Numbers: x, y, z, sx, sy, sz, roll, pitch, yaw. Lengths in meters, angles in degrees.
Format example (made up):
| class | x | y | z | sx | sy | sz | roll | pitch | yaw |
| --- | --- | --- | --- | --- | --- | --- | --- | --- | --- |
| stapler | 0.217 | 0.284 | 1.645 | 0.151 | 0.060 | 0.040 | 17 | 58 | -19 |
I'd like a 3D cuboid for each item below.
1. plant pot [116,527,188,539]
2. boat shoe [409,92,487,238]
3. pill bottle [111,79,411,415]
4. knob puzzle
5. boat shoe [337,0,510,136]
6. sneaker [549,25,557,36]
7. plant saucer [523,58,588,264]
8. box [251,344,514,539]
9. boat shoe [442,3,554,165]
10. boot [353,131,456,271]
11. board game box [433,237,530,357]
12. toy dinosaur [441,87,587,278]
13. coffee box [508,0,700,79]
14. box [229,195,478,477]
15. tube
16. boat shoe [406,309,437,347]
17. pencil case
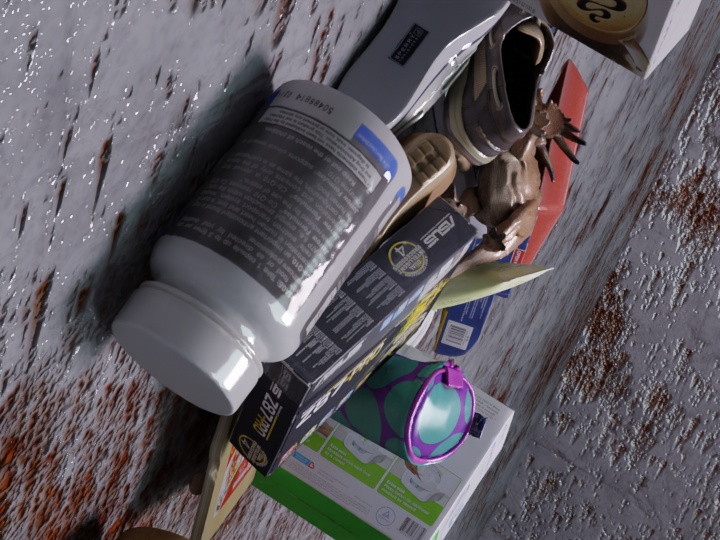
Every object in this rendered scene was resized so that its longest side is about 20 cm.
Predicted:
| class | x | y | z | sx | sy | sz | roll | pitch | yaw |
| --- | --- | --- | --- | --- | --- | --- | --- | --- | --- |
| plant pot | -0.173 | 0.298 | 1.052 | 0.187 | 0.185 | 0.201 | 101 | 10 | -52 |
| boat shoe | 0.073 | -0.123 | 1.268 | 0.071 | 0.069 | 0.201 | -44 | 134 | -40 |
| pill bottle | -0.063 | -0.014 | 0.927 | 0.201 | 0.113 | 0.114 | -54 | 165 | -21 |
| knob puzzle | -0.100 | 0.110 | 1.199 | 0.220 | 0.030 | 0.221 | 18 | 90 | -83 |
| boat shoe | 0.053 | -0.171 | 1.111 | 0.201 | 0.072 | 0.066 | -55 | 169 | -16 |
| sneaker | 0.147 | -0.224 | 1.311 | 0.200 | 0.070 | 0.078 | -48 | 156 | -54 |
| plant saucer | 0.213 | -0.109 | 1.666 | 0.200 | 0.036 | 0.201 | 110 | -4 | -66 |
| box | 0.015 | 0.163 | 1.365 | 0.177 | 0.199 | 0.097 | -53 | 165 | -28 |
| boat shoe | 0.121 | -0.178 | 1.152 | 0.074 | 0.073 | 0.202 | 29 | 60 | -41 |
| boot | -0.013 | -0.036 | 1.136 | 0.199 | 0.073 | 0.166 | -33 | 179 | -10 |
| board game box | 0.144 | -0.036 | 1.570 | 0.200 | 0.061 | 0.201 | -71 | 178 | -55 |
| toy dinosaur | 0.130 | -0.075 | 1.236 | 0.135 | 0.085 | 0.202 | 2 | 104 | -63 |
| coffee box | 0.153 | -0.245 | 1.042 | 0.080 | 0.199 | 0.113 | -45 | 161 | -34 |
| box | -0.007 | 0.050 | 1.100 | 0.200 | 0.049 | 0.162 | -41 | 166 | -33 |
| tube | 0.071 | 0.012 | 1.296 | 0.052 | 0.199 | 0.058 | 51 | 49 | -34 |
| boat shoe | 0.045 | 0.004 | 1.397 | 0.086 | 0.074 | 0.203 | -44 | 156 | -63 |
| pencil case | 0.015 | 0.098 | 1.244 | 0.085 | 0.199 | 0.093 | 34 | 82 | -38 |
